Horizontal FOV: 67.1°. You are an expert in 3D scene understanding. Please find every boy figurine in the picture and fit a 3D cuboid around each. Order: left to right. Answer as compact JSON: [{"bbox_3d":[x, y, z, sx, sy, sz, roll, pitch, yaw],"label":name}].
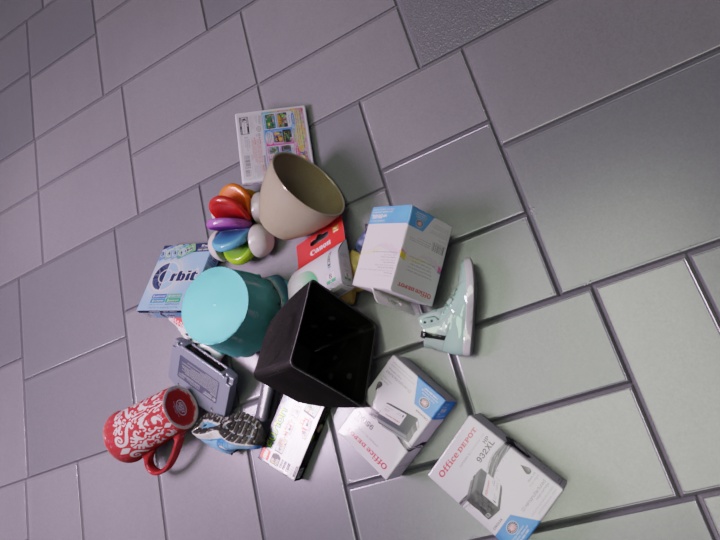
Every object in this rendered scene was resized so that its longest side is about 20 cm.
[{"bbox_3d":[0.000,0.000,1.217,0.124,0.064,0.200,29,92,28],"label":"boy figurine"}]

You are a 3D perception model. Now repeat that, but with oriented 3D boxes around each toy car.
[{"bbox_3d":[-0.311,-0.117,1.337,0.175,0.150,0.201,-4,77,23],"label":"toy car"}]

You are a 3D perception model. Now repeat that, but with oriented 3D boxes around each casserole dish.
[{"bbox_3d":[-0.248,0.093,1.323,0.200,0.039,0.121,-38,66,11],"label":"casserole dish"}]

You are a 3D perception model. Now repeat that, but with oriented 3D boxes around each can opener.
[{"bbox_3d":[-0.187,0.251,1.250,0.067,0.053,0.201,8,83,27],"label":"can opener"}]

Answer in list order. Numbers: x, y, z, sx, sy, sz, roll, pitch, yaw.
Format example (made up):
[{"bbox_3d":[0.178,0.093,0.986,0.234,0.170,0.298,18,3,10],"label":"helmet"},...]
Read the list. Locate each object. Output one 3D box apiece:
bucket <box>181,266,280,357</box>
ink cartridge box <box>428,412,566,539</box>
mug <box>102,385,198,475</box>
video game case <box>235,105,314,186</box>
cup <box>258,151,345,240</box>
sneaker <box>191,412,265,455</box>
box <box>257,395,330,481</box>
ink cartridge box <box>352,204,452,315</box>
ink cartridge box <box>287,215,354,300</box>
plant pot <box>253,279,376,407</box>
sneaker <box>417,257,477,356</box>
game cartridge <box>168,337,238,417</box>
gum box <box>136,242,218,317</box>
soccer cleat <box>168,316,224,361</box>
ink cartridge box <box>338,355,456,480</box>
[{"bbox_3d":[-0.298,0.092,1.243,0.207,0.135,0.208,-6,72,20],"label":"bucket"},{"bbox_3d":[0.250,0.384,1.001,0.200,0.084,0.145,36,95,27],"label":"ink cartridge box"},{"bbox_3d":[-0.487,0.381,1.316,0.200,0.134,0.178,-31,110,22],"label":"mug"},{"bbox_3d":[-0.216,-0.317,1.371,0.182,0.024,0.201,-8,73,-5],"label":"video game case"},{"bbox_3d":[-0.157,-0.154,1.269,0.143,0.200,0.200,-47,62,29],"label":"cup"},{"bbox_3d":[-0.292,0.383,1.257,0.200,0.090,0.078,-2,39,33],"label":"sneaker"},{"bbox_3d":[-0.144,0.351,1.217,0.110,0.035,0.200,22,88,27],"label":"box"},{"bbox_3d":[0.082,-0.018,1.123,0.125,0.128,0.200,6,77,51],"label":"ink cartridge box"},{"bbox_3d":[-0.099,-0.016,1.232,0.161,0.050,0.200,-30,55,30],"label":"ink cartridge box"},{"bbox_3d":[-0.106,0.175,1.135,0.177,0.199,0.200,-27,39,37],"label":"plant pot"},{"bbox_3d":[0.176,0.069,1.111,0.118,0.074,0.201,3,82,19],"label":"sneaker"},{"bbox_3d":[-0.384,0.263,1.316,0.200,0.042,0.133,28,121,23],"label":"game cartridge"},{"bbox_3d":[-0.465,0.024,1.400,0.169,0.045,0.200,-3,58,24],"label":"gum box"},{"bbox_3d":[-0.415,0.168,1.367,0.200,0.069,0.085,20,83,22],"label":"soccer cleat"},{"bbox_3d":[0.073,0.296,1.102,0.145,0.084,0.200,38,95,27],"label":"ink cartridge box"}]
